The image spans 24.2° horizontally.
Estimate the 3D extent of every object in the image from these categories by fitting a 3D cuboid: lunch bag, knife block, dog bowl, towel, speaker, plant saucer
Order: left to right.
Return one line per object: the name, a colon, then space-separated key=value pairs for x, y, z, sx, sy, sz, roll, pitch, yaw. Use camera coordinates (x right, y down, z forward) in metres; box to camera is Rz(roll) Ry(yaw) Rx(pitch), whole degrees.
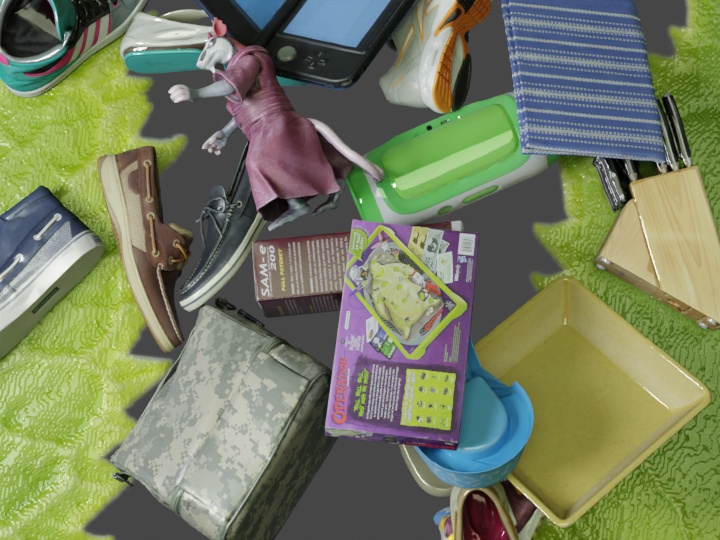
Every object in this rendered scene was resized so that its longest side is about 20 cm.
lunch bag: x=-0.123 y=0.143 z=1.570 sx=0.167 sy=0.139 sz=0.201 roll=29 pitch=82 yaw=21
dog bowl: x=0.077 y=0.116 z=1.529 sx=0.111 sy=0.050 sz=0.200 roll=-29 pitch=54 yaw=-15
speaker: x=0.088 y=-0.103 z=1.619 sx=0.198 sy=0.088 sz=0.089 roll=-23 pitch=84 yaw=-2
plant saucer: x=0.190 y=0.127 z=1.566 sx=0.199 sy=0.049 sz=0.200 roll=-37 pitch=58 yaw=-19
towel: x=0.210 y=-0.188 z=1.608 sx=0.143 sy=0.024 sz=0.202 roll=3 pitch=57 yaw=-11
knife block: x=0.308 y=-0.062 z=1.621 sx=0.199 sy=0.064 sz=0.177 roll=30 pitch=86 yaw=4

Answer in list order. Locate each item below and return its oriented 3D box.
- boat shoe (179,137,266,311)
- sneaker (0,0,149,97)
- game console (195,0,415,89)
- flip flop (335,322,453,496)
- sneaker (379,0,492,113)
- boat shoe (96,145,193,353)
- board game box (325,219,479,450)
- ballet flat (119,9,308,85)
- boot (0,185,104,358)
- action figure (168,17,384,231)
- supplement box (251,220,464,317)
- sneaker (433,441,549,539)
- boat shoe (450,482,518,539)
boat shoe: x=-0.125 y=-0.052 z=1.613 sx=0.062 sy=0.075 sz=0.201 roll=34 pitch=74 yaw=-15
sneaker: x=-0.281 y=-0.257 z=1.622 sx=0.084 sy=0.121 sz=0.200 roll=44 pitch=86 yaw=5
game console: x=-0.045 y=-0.289 z=1.584 sx=0.169 sy=0.119 sz=0.201 roll=15 pitch=56 yaw=29
flip flop: x=0.044 y=0.122 z=1.604 sx=0.081 sy=0.058 sz=0.201 roll=-27 pitch=76 yaw=-2
sneaker: x=0.069 y=-0.249 z=1.643 sx=0.091 sy=0.076 sz=0.202 roll=4 pitch=66 yaw=34
boat shoe: x=-0.195 y=-0.023 z=1.624 sx=0.071 sy=0.072 sz=0.202 roll=-17 pitch=80 yaw=-3
board game box: x=0.038 y=0.055 z=1.495 sx=0.119 sy=0.032 sz=0.202 roll=8 pitch=67 yaw=0
ballet flat: x=-0.137 y=-0.226 z=1.651 sx=0.198 sy=0.069 sz=0.070 roll=5 pitch=84 yaw=2
boot: x=-0.348 y=0.014 z=1.627 sx=0.200 sy=0.073 sz=0.090 roll=-43 pitch=78 yaw=-12
action figure: x=-0.083 y=-0.143 z=1.527 sx=0.148 sy=0.134 sz=0.202 roll=-24 pitch=87 yaw=3
supplement box: x=0.000 y=0.000 z=1.596 sx=0.198 sy=0.109 sz=0.062 roll=-6 pitch=80 yaw=0
sneaker: x=0.121 y=0.230 z=1.587 sx=0.089 sy=0.075 sz=0.202 roll=25 pitch=84 yaw=-2
boat shoe: x=0.118 y=0.285 z=1.521 sx=0.073 sy=0.066 sz=0.202 roll=-15 pitch=86 yaw=5
